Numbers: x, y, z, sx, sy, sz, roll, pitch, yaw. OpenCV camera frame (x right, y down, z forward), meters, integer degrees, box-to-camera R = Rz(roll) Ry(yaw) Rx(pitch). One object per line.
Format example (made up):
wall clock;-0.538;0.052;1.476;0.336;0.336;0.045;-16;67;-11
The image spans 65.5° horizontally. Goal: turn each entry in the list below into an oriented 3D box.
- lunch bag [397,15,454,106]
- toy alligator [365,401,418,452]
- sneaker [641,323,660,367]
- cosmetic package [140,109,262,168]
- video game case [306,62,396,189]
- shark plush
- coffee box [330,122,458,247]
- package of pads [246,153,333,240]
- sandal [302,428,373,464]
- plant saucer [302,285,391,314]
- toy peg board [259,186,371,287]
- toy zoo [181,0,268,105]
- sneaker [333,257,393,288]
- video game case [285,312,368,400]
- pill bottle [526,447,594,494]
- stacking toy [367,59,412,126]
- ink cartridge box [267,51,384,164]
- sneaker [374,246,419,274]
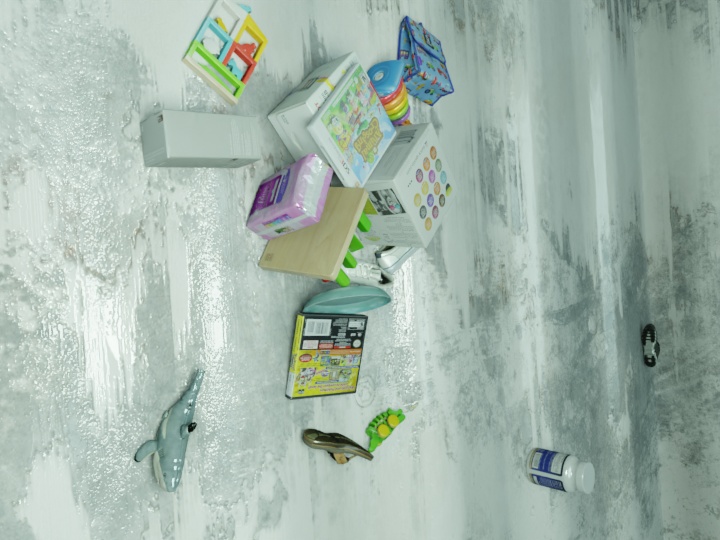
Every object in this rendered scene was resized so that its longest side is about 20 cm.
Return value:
lunch bag;0.167;-0.580;1.526;0.148;0.093;0.207;11;68;-41
toy alligator;0.069;0.371;1.390;0.054;0.060;0.198;42;49;15
sneaker;1.370;0.343;2.639;0.089;0.065;0.207;-18;104;-45
cosmetic package;-0.292;-0.239;1.036;0.196;0.105;0.094;-13;97;-41
video game case;-0.011;-0.293;1.171;0.183;0.022;0.203;53;56;-36
shark plush;-0.312;0.284;1.003;0.091;0.082;0.204;44;60;-32
coffee box;0.084;-0.197;1.319;0.202;0.196;0.200;-56;131;-30
package of pads;-0.141;-0.142;1.113;0.075;0.197;0.124;30;64;-32
sandal;-0.054;0.403;1.253;0.197;0.081;0.056;25;88;-42
plant saucer;-0.030;0.066;1.214;0.196;0.197;0.028;5;70;-43
toy peg board;-0.082;-0.064;1.182;0.098;0.194;0.205;48;56;-49
toy zoo;-0.263;-0.457;1.133;0.130;0.020;0.205;37;63;-36
sneaker;0.000;0.000;1.318;0.196;0.086;0.077;14;80;-41
video game case;-0.072;0.189;1.256;0.196;0.025;0.187;6;95;-44
pill bottle;0.654;0.658;1.835;0.113;0.197;0.120;2;86;-42
stacking toy;0.088;-0.419;1.432;0.201;0.113;0.113;49;51;-46
ink cartridge box;-0.073;-0.345;1.226;0.147;0.142;0.202;54;56;-28
sneaker;0.110;-0.076;1.437;0.201;0.072;0.072;-49;122;-33
